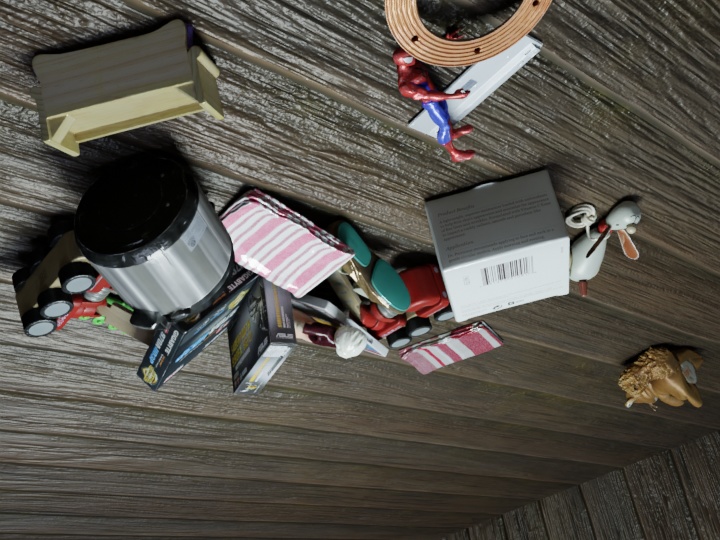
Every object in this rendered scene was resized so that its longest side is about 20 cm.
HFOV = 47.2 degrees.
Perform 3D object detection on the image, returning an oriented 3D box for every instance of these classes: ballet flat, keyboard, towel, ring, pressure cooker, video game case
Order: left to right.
[{"bbox_3d":[-0.264,-0.028,1.102,0.175,0.179,0.201,-31,143,-4],"label":"pressure cooker"},{"bbox_3d":[-0.127,-0.033,1.253,0.199,0.030,0.146,31,134,-26],"label":"towel"},{"bbox_3d":[-0.054,0.090,1.455,0.142,0.018,0.200,14,161,41],"label":"video game case"},{"bbox_3d":[0.000,0.000,1.332,0.072,0.068,0.200,-15,130,42],"label":"ballet flat"},{"bbox_3d":[0.198,0.171,1.784,0.199,0.023,0.144,-22,149,20],"label":"towel"},{"bbox_3d":[0.121,-0.309,0.894,0.198,0.019,0.201,-9,141,-8],"label":"ring"},{"bbox_3d":[0.145,-0.238,1.064,0.056,0.011,0.200,19,139,-33],"label":"keyboard"}]

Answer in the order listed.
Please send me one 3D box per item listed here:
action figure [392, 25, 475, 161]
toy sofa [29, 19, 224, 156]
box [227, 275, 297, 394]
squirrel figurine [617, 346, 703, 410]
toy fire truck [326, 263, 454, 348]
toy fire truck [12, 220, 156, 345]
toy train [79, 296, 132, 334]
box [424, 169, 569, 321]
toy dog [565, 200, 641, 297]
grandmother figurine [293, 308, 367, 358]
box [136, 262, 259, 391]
[{"bbox_3d":[0.112,-0.220,1.019,0.098,0.066,0.200,-19,147,26],"label":"action figure"},{"bbox_3d":[-0.261,-0.204,0.930,0.198,0.099,0.083,-13,175,4],"label":"toy sofa"},{"bbox_3d":[-0.172,0.097,1.390,0.048,0.160,0.200,4,148,-27],"label":"box"},{"bbox_3d":[0.722,0.268,2.048,0.199,0.143,0.186,26,147,-27],"label":"squirrel figurine"},{"bbox_3d":[0.045,0.042,1.429,0.175,0.130,0.199,-32,154,33],"label":"toy fire truck"},{"bbox_3d":[-0.386,0.034,1.232,0.176,0.129,0.199,-41,151,29],"label":"toy fire truck"},{"bbox_3d":[-0.437,0.056,1.355,0.056,0.042,0.199,-37,143,21],"label":"toy train"},{"bbox_3d":[0.222,-0.034,1.318,0.197,0.132,0.200,-14,151,7],"label":"box"},{"bbox_3d":[0.411,-0.028,1.427,0.130,0.097,0.201,-7,151,-8],"label":"toy dog"},{"bbox_3d":[-0.072,0.104,1.395,0.199,0.061,0.121,10,178,40],"label":"grandmother figurine"},{"bbox_3d":[-0.256,0.082,1.308,0.200,0.046,0.159,-44,171,-50],"label":"box"}]
